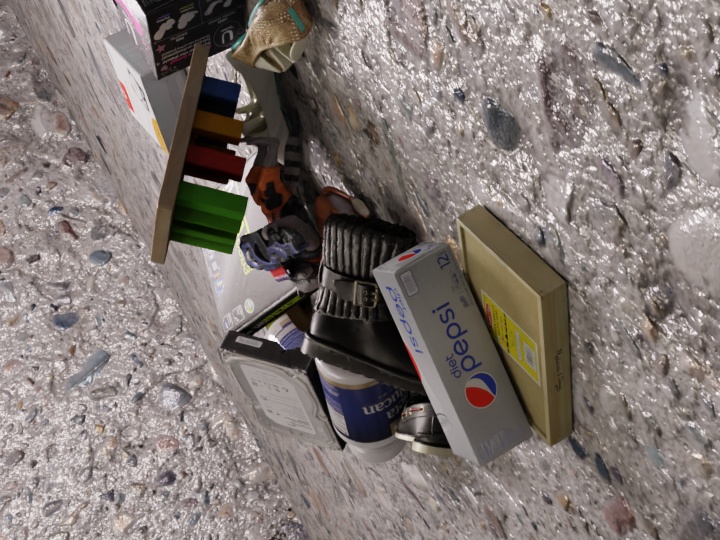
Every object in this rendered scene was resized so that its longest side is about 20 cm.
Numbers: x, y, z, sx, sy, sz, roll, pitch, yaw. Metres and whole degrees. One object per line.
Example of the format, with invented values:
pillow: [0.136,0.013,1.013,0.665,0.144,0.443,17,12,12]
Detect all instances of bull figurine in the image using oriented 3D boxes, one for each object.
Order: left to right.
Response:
bull figurine: [0.000,0.000,1.298,0.121,0.065,0.202,25,141,61]

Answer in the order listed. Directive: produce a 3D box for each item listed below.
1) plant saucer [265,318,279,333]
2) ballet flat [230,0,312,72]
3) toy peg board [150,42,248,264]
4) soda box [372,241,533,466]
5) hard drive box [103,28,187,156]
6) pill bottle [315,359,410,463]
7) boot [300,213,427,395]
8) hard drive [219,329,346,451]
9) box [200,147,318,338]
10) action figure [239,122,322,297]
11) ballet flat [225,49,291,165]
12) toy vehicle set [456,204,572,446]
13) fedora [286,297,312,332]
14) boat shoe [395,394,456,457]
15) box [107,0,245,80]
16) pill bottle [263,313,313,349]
plant saucer: [-0.139,0.060,1.829,0.200,0.047,0.202,-116,6,-58]
ballet flat: [-0.094,-0.244,1.195,0.065,0.070,0.200,49,170,-7]
toy peg board: [-0.175,-0.121,1.310,0.200,0.096,0.202,128,154,-69]
soda box: [0.085,0.077,1.045,0.202,0.063,0.068,65,165,-10]
hard drive box: [-0.346,-0.307,1.889,0.200,0.076,0.158,44,156,50]
pill bottle: [0.009,0.158,1.448,0.111,0.110,0.202,48,160,41]
boot: [0.044,0.037,1.177,0.079,0.208,0.160,-43,-30,-80]
hard drive: [-0.100,0.166,1.517,0.138,0.038,0.201,13,146,25]
box: [-0.140,-0.034,1.484,0.192,0.047,0.203,-34,67,46]
action figure: [-0.080,-0.065,1.301,0.199,0.103,0.196,7,117,65]
ballet flat: [-0.124,-0.197,1.368,0.070,0.069,0.202,48,159,41]
toy vehicle set: [0.139,0.052,0.999,0.124,0.026,0.202,49,159,42]
fedora: [-0.135,0.003,1.600,0.201,0.081,0.203,-22,-89,-82]
boat shoe: [0.084,0.183,1.348,0.201,0.072,0.064,132,145,-84]
box: [-0.240,-0.353,1.353,0.201,0.131,0.115,54,162,27]
pill bottle: [-0.062,0.156,1.675,0.200,0.110,0.112,45,158,48]
